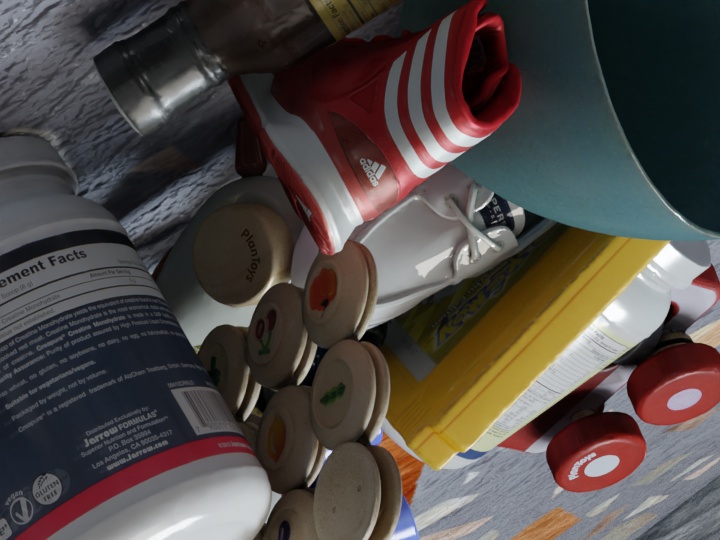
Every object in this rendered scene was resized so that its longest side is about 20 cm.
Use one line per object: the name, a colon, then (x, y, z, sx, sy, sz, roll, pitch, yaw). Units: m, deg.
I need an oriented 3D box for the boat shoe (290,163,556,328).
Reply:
boat shoe: (0.050, -0.033, 1.264, 0.200, 0.074, 0.065, -39, -156, -34)

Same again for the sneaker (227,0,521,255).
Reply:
sneaker: (0.011, -0.074, 1.130, 0.115, 0.078, 0.200, -28, -155, 0)

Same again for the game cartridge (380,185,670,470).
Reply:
game cartridge: (0.074, 0.010, 1.335, 0.176, 0.032, 0.200, -46, -167, 1)

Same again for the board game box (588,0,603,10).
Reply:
board game box: (0.132, -0.141, 1.349, 0.200, 0.045, 0.152, -34, 163, 4)

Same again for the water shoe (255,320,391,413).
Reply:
water shoe: (0.000, 0.000, 1.348, 0.071, 0.079, 0.200, 6, 117, -32)

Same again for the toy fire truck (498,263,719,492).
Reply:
toy fire truck: (0.132, 0.054, 1.696, 0.168, 0.112, 0.200, 11, 136, -40)

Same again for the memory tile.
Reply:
memory tile: (-0.047, 0.085, 1.195, 0.017, 0.154, 0.200, 11, 150, -32)

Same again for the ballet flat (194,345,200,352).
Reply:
ballet flat: (-0.071, 0.040, 1.471, 0.076, 0.064, 0.200, -23, 161, -34)

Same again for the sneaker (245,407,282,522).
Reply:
sneaker: (-0.128, 0.106, 1.366, 0.090, 0.200, 0.075, -62, 142, -29)

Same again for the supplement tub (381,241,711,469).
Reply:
supplement tub: (0.088, 0.006, 1.513, 0.200, 0.145, 0.145, -38, 162, 18)

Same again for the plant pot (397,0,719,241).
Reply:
plant pot: (0.097, -0.105, 1.194, 0.135, 0.201, 0.200, -10, 179, 36)

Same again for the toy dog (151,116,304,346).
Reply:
toy dog: (-0.094, -0.008, 1.298, 0.200, 0.097, 0.132, -19, 169, 10)

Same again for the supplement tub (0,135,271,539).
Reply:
supplement tub: (-0.142, 0.056, 1.155, 0.140, 0.200, 0.140, -29, 163, -10)

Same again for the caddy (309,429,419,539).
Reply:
caddy: (-0.041, 0.128, 1.583, 0.105, 0.142, 0.200, -19, -175, -9)

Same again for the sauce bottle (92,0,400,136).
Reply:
sauce bottle: (-0.020, -0.128, 1.093, 0.200, 0.065, 0.065, -31, 163, 4)
